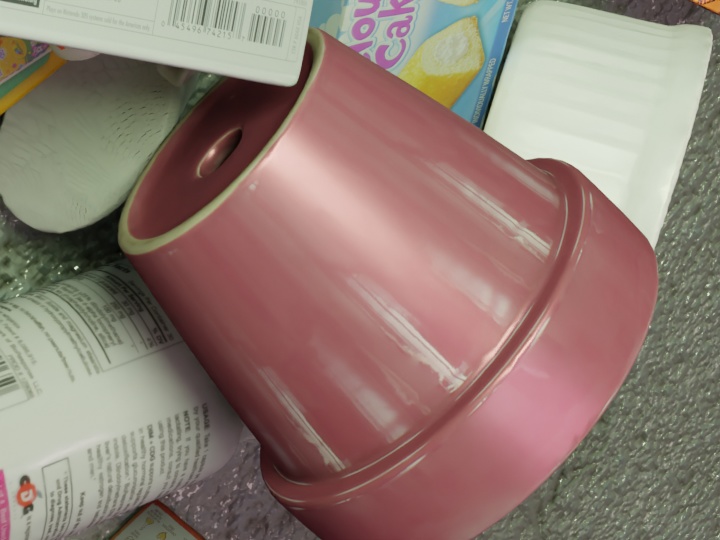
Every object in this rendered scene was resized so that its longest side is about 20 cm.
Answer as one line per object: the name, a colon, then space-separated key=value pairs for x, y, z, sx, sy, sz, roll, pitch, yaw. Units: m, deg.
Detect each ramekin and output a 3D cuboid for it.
ramekin: x=0.104 y=-0.041 z=1.255 sx=0.200 sy=0.097 sz=0.202 roll=17 pitch=90 yaw=-88

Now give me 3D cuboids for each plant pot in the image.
plant pot: x=0.000 y=0.000 z=1.067 sx=0.179 sy=0.200 sz=0.200 roll=43 pitch=83 yaw=-22

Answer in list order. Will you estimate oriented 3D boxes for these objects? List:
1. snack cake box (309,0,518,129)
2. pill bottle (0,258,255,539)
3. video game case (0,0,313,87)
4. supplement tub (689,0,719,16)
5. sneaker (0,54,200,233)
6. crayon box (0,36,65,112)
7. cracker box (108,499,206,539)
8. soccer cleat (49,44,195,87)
snack cake box: x=0.012 y=-0.128 z=1.169 sx=0.115 sy=0.067 sz=0.201 roll=-17 pitch=137 yaw=-36
pill bottle: x=-0.126 y=0.059 z=1.157 sx=0.199 sy=0.113 sz=0.114 roll=-20 pitch=127 yaw=-31
video game case: x=-0.088 y=-0.174 z=0.935 sx=0.199 sy=0.023 sz=0.183 roll=7 pitch=97 yaw=-41
supplement tub: x=0.200 y=-0.238 z=1.270 sx=0.122 sy=0.122 sz=0.201 roll=18 pitch=102 yaw=-46
sneaker: x=-0.096 y=-0.106 z=1.129 sx=0.200 sy=0.075 sz=0.088 roll=-57 pitch=176 yaw=17
crayon box: x=-0.209 y=-0.100 z=1.023 sx=0.200 sy=0.052 sz=0.126 roll=-40 pitch=135 yaw=-16
cracker box: x=-0.138 y=0.237 z=1.296 sx=0.200 sy=0.058 sz=0.134 roll=-43 pitch=135 yaw=-13
soccer cleat: x=-0.121 y=-0.126 z=0.989 sx=0.199 sy=0.069 sz=0.078 roll=16 pitch=105 yaw=-47
